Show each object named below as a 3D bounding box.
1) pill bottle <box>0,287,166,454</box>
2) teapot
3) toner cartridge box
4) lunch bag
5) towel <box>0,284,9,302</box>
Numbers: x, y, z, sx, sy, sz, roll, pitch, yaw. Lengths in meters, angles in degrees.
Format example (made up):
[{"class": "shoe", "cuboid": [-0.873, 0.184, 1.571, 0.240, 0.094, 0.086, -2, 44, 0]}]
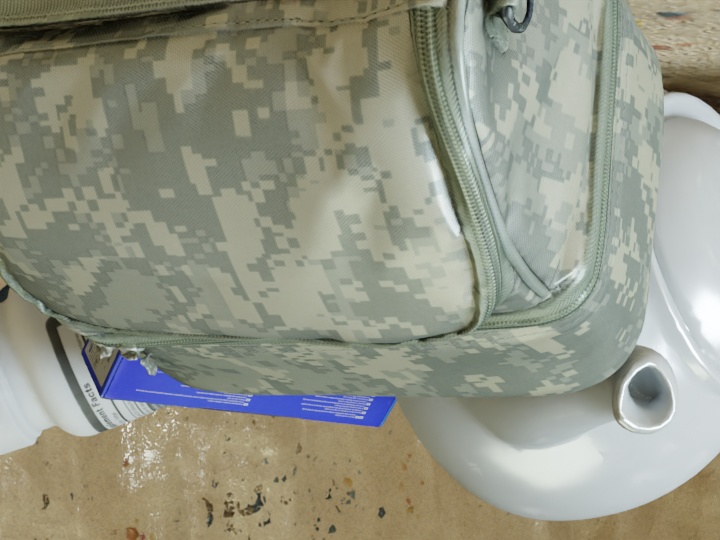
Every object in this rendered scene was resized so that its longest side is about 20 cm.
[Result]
[{"class": "pill bottle", "cuboid": [-0.152, 0.035, 0.931, 0.199, 0.117, 0.116, -21, 178, -2]}, {"class": "teapot", "cuboid": [0.108, -0.002, 0.583, 0.145, 0.202, 0.197, -19, 150, 36]}, {"class": "toner cartridge box", "cuboid": [-0.053, 0.035, 0.858, 0.199, 0.095, 0.043, 11, -149, -37]}, {"class": "lunch bag", "cuboid": [-0.023, -0.046, 0.442, 0.198, 0.140, 0.168, -1, 158, 26]}, {"class": "towel", "cuboid": [-0.219, 0.009, 1.129, 0.048, 0.200, 0.112, 40, 148, 6]}]
